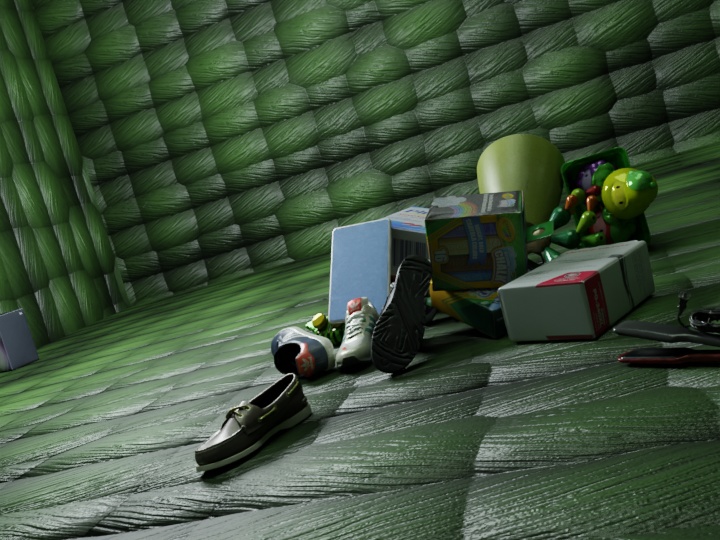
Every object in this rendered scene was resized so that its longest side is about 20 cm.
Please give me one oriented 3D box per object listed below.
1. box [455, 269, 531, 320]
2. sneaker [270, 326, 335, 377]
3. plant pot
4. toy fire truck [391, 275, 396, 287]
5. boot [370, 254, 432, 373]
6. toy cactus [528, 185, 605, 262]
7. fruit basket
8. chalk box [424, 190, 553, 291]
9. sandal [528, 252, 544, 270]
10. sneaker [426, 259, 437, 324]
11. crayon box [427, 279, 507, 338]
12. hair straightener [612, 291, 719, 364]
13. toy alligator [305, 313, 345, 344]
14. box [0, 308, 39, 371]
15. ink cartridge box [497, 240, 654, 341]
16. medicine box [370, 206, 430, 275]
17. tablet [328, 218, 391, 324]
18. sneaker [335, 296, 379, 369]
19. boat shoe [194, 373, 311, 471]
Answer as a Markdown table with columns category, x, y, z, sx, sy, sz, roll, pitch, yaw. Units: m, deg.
| category | x | y | z | sx | sy | sz | roll | pitch | yaw |
| --- | --- | --- | --- | --- | --- | --- | --- | --- | --- |
| box | 0.236 | 0.034 | 1.438 | 0.157 | 0.044 | 0.200 | -18 | 7 | 2 |
| sneaker | -0.126 | 0.146 | 1.329 | 0.083 | 0.077 | 0.199 | -16 | 5 | -32 |
| plant pot | 0.322 | -0.136 | 1.530 | 0.184 | 0.188 | 0.202 | -13 | 42 | 26 |
| toy fire truck | 0.073 | 0.037 | 1.603 | 0.174 | 0.131 | 0.199 | -25 | 27 | -26 |
| boot | 0.063 | 0.093 | 1.234 | 0.075 | 0.203 | 0.169 | 16 | -25 | 3 |
| toy cactus | 0.356 | -0.056 | 1.355 | 0.162 | 0.204 | 0.102 | 0 | -17 | 28 |
| fruit basket | 0.487 | -0.134 | 1.475 | 0.153 | 0.220 | 0.216 | -15 | 7 | 10 |
| chalk box | 0.213 | -0.050 | 1.231 | 0.196 | 0.126 | 0.125 | -2 | 21 | 15 |
| sandal | 0.286 | -0.045 | 1.427 | 0.043 | 0.198 | 0.076 | -59 | -8 | 5 |
| sneaker | 0.133 | -0.003 | 1.376 | 0.086 | 0.202 | 0.074 | 28 | 12 | -4 |
| crayon box | 0.201 | 0.038 | 1.253 | 0.124 | 0.053 | 0.199 | -21 | 24 | -26 |
| hair straightener | 0.350 | 0.062 | 0.803 | 0.040 | 0.078 | 0.199 | -18 | 7 | -29 |
| toy alligator | -0.031 | 0.115 | 1.458 | 0.197 | 0.059 | 0.055 | -9 | 52 | 34 |
| box | -1.320 | 0.263 | 2.811 | 0.196 | 0.204 | 0.123 | -12 | 7 | 35 |
| ink cartridge box | 0.319 | 0.029 | 1.110 | 0.198 | 0.085 | 0.144 | -23 | 9 | -42 |
| medicine box | 0.140 | -0.056 | 1.550 | 0.179 | 0.105 | 0.199 | 10 | 19 | 28 |
| tablet | 0.000 | 0.000 | 1.455 | 0.128 | 0.204 | 0.014 | -9 | -26 | 23 |
| sneaker | -0.009 | 0.102 | 1.308 | 0.069 | 0.095 | 0.200 | -15 | 7 | 16 |
| boat shoe | -0.146 | 0.201 | 1.014 | 0.071 | 0.061 | 0.199 | -10 | 10 | 43 |
